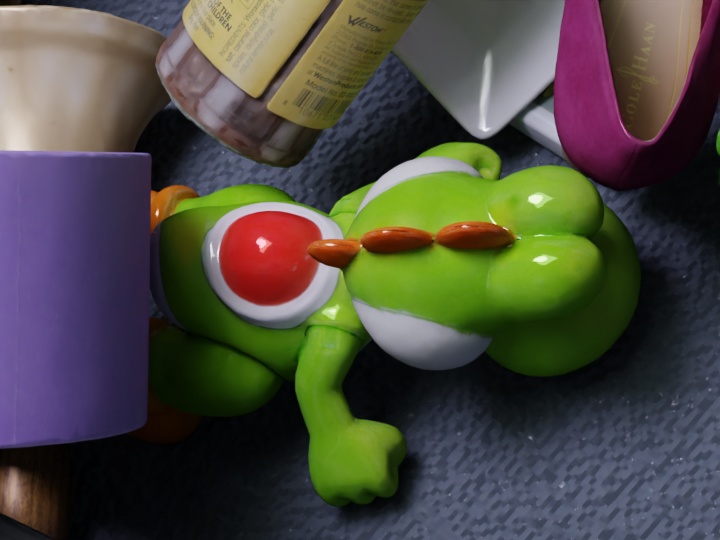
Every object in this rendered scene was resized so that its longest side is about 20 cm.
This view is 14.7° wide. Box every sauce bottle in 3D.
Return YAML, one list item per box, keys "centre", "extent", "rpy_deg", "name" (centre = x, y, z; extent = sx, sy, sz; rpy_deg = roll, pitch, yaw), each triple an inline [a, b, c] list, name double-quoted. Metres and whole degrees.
- centre: [0.014, -0.125, 0.885]
  extent: [0.200, 0.065, 0.065]
  rpy_deg: [-51, 48, 19]
  name: "sauce bottle"

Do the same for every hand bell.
- centre: [-0.112, 0.020, 0.967]
  extent: [0.104, 0.104, 0.201]
  rpy_deg: [-9, 69, 23]
  name: "hand bell"

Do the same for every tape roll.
- centre: [-0.163, 0.004, 0.842]
  extent: [0.199, 0.200, 0.085]
  rpy_deg: [3, 92, 29]
  name: "tape roll"

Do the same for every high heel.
- centre: [0.098, -0.123, 0.852]
  extent: [0.067, 0.096, 0.201]
  rpy_deg: [5, 89, -4]
  name: "high heel"

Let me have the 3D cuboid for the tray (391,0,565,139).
- centre: [0.011, -0.150, 0.924]
  extent: [0.107, 0.022, 0.200]
  rpy_deg: [-42, 94, 20]
  name: "tray"

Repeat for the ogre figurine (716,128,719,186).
- centre: [0.176, -0.078, 0.847]
  extent: [0.119, 0.098, 0.201]
  rpy_deg: [3, 71, 19]
  name: "ogre figurine"

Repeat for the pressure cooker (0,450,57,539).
- centre: [-0.125, 0.160, 0.822]
  extent: [0.200, 0.179, 0.176]
  rpy_deg: [21, 55, 36]
  name: "pressure cooker"

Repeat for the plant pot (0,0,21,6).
- centre: [-0.246, -0.139, 1.023]
  extent: [0.199, 0.187, 0.187]
  rpy_deg: [16, 69, 16]
  name: "plant pot"

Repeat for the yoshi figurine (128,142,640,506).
- centre: [0.009, 0.009, 0.907]
  extent: [0.199, 0.113, 0.112]
  rpy_deg: [-8, 21, 39]
  name: "yoshi figurine"

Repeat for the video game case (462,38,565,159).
- centre: [0.076, -0.144, 0.992]
  extent: [0.200, 0.022, 0.182]
  rpy_deg: [35, 82, 38]
  name: "video game case"
